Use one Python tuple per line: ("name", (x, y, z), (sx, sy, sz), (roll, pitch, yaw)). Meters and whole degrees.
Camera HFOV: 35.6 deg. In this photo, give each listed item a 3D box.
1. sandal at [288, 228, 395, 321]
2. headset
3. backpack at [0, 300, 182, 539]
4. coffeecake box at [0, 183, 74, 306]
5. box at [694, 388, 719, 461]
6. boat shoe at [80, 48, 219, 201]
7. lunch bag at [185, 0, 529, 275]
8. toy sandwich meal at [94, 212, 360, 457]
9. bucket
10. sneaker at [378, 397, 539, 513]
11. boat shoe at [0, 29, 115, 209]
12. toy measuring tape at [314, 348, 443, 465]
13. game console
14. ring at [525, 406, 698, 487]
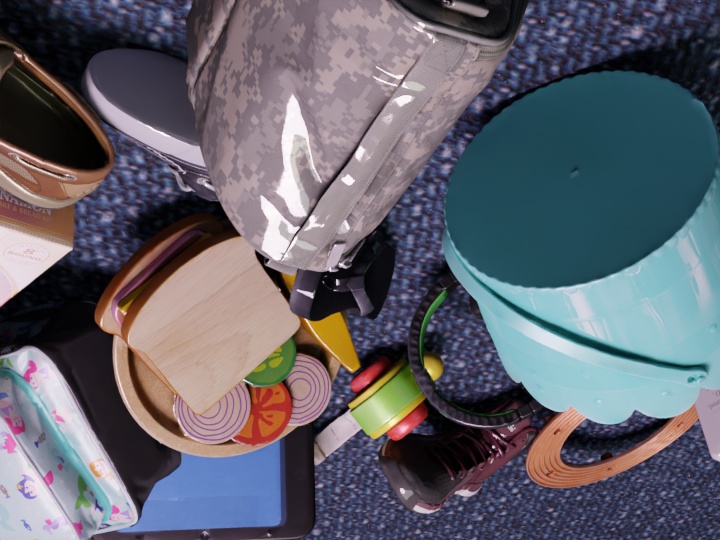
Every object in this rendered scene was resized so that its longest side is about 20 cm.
("sandal", (0.000, -0.001, 0.774), (0.042, 0.077, 0.200), (16, -177, 16))
("headset", (0.132, 0.041, 0.879), (0.199, 0.124, 0.094), (-32, 165, 3))
("backpack", (-0.260, 0.129, 0.859), (0.198, 0.151, 0.179), (-10, 115, 35))
("coffeecake box", (-0.297, -0.024, 0.711), (0.152, 0.074, 0.199), (20, 143, -39))
("box", (0.415, 0.089, 0.963), (0.198, 0.132, 0.199), (24, 133, -35))
("boat shoe", (-0.093, -0.077, 0.716), (0.198, 0.072, 0.068), (15, 137, -37))
("lunch bag", (-0.007, -0.115, 0.593), (0.138, 0.169, 0.200), (13, 139, -25))
("toy sandwich meal", (-0.088, 0.052, 0.814), (0.203, 0.070, 0.208), (-8, 110, -24))
("bucket", (0.156, -0.019, 0.728), (0.205, 0.209, 0.135), (-20, 134, 16))
("sneaker", (0.098, 0.155, 1.025), (0.115, 0.076, 0.199), (-40, 162, 18))
("boat shoe", (-0.216, -0.110, 0.616), (0.199, 0.076, 0.073), (36, 153, -32))
("toy measuring tape", (0.001, 0.131, 0.994), (0.073, 0.074, 0.200), (21, 134, -33))
("game console", (-0.133, 0.141, 0.949), (0.197, 0.118, 0.177), (-1, 143, -9))
("ring", (0.246, 0.144, 1.069), (0.198, 0.019, 0.202), (-15, 143, -12))
